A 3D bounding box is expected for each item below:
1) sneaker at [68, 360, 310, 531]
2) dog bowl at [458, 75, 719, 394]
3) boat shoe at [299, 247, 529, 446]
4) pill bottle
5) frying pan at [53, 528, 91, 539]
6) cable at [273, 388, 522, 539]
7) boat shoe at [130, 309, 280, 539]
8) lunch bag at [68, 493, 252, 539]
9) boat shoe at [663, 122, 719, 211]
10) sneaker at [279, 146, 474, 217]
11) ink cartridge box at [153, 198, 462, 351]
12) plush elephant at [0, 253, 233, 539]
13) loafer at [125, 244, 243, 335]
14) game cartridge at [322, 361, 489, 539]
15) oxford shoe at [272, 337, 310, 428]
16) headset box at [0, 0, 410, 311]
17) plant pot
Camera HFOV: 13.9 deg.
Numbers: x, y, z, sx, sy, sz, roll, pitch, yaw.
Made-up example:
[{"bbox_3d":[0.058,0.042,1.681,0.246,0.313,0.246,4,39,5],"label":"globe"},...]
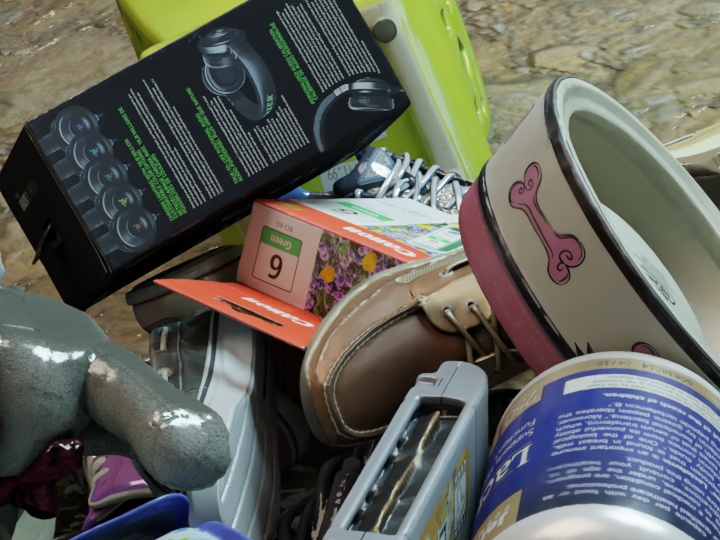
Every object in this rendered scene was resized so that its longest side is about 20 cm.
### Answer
[{"bbox_3d":[-0.134,0.104,1.563,0.200,0.073,0.114,-3,32,44],"label":"sneaker"},{"bbox_3d":[0.124,0.011,1.351,0.074,0.200,0.200,-37,17,18],"label":"dog bowl"},{"bbox_3d":[0.054,0.024,1.435,0.200,0.076,0.072,-33,17,-34],"label":"boat shoe"},{"bbox_3d":[0.099,0.125,1.190,0.115,0.116,0.200,-18,21,17],"label":"pill bottle"},{"bbox_3d":[-0.134,0.184,1.419,0.115,0.031,0.190,-34,32,-11],"label":"frying pan"},{"bbox_3d":[0.025,0.105,1.409,0.200,0.051,0.163,-34,20,-21],"label":"cable"},{"bbox_3d":[-0.081,0.086,1.458,0.071,0.072,0.200,-14,25,9],"label":"boat shoe"},{"bbox_3d":[-0.121,0.183,1.288,0.170,0.128,0.200,-23,12,-17],"label":"lunch bag"},{"bbox_3d":[0.169,-0.039,1.578,0.199,0.072,0.076,-19,21,-21],"label":"boat shoe"},{"bbox_3d":[0.025,-0.029,1.686,0.199,0.085,0.077,-11,24,29],"label":"sneaker"},{"bbox_3d":[0.000,0.000,1.521,0.109,0.051,0.200,23,14,35],"label":"ink cartridge box"},{"bbox_3d":[-0.181,0.093,1.391,0.164,0.155,0.200,10,18,-28],"label":"plush elephant"},{"bbox_3d":[-0.088,0.026,1.630,0.072,0.063,0.200,-24,1,-6],"label":"loafer"},{"bbox_3d":[0.019,0.137,1.222,0.041,0.134,0.200,2,24,16],"label":"game cartridge"},{"bbox_3d":[-0.012,0.048,1.594,0.074,0.071,0.200,-5,14,-20],"label":"oxford shoe"},{"bbox_3d":[-0.095,-0.065,1.583,0.200,0.093,0.174,-30,-1,-16],"label":"headset box"},{"bbox_3d":[-0.030,-0.118,1.815,0.199,0.199,0.182,-22,27,4],"label":"plant pot"}]
